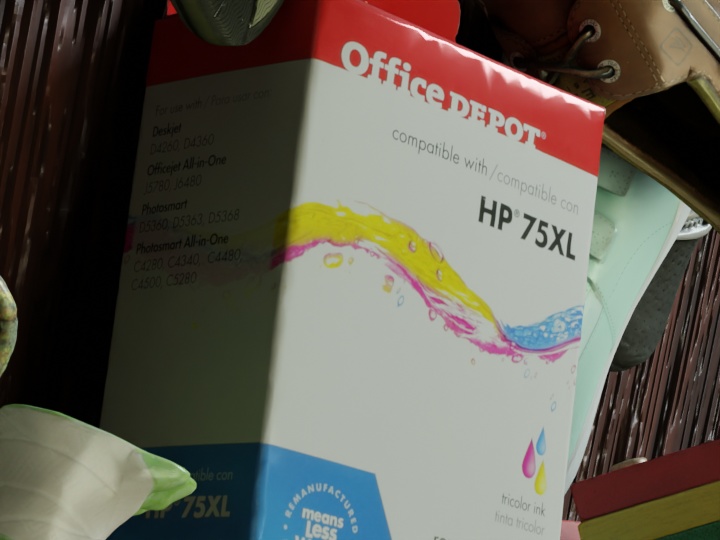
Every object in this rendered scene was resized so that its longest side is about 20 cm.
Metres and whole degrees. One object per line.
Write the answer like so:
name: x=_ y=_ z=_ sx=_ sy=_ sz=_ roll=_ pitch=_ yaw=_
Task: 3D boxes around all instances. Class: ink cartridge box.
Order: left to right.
ink cartridge box: x=0.000 y=0.000 z=0.776 sx=0.116 sy=0.067 sz=0.201 roll=19 pitch=73 yaw=-43

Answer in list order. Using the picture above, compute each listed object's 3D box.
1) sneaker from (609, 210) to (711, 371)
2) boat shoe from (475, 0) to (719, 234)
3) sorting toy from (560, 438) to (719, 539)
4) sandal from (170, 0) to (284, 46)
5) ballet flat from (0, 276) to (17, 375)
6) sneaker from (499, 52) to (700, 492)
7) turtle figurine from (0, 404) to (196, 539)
sneaker: x=0.123 y=-0.048 z=0.988 sx=0.075 sy=0.115 sz=0.201 roll=-32 pitch=129 yaw=-52
boat shoe: x=0.078 y=-0.075 z=0.870 sx=0.200 sy=0.072 sz=0.068 roll=31 pitch=66 yaw=-25
sorting toy: x=0.088 y=0.107 z=0.935 sx=0.200 sy=0.198 sz=0.070 roll=14 pitch=59 yaw=-63
sandal: x=-0.066 y=-0.141 z=0.683 sx=0.080 sy=0.057 sz=0.201 roll=-57 pitch=130 yaw=-33
ballet flat: x=-0.143 y=0.050 z=0.610 sx=0.200 sy=0.071 sz=0.071 roll=-46 pitch=139 yaw=-43
sneaker: x=0.051 y=-0.012 z=0.913 sx=0.118 sy=0.074 sz=0.201 roll=3 pitch=101 yaw=-67
turtle figurine: x=-0.081 y=0.143 z=0.671 sx=0.144 sy=0.199 sz=0.194 roll=93 pitch=13 yaw=-69
